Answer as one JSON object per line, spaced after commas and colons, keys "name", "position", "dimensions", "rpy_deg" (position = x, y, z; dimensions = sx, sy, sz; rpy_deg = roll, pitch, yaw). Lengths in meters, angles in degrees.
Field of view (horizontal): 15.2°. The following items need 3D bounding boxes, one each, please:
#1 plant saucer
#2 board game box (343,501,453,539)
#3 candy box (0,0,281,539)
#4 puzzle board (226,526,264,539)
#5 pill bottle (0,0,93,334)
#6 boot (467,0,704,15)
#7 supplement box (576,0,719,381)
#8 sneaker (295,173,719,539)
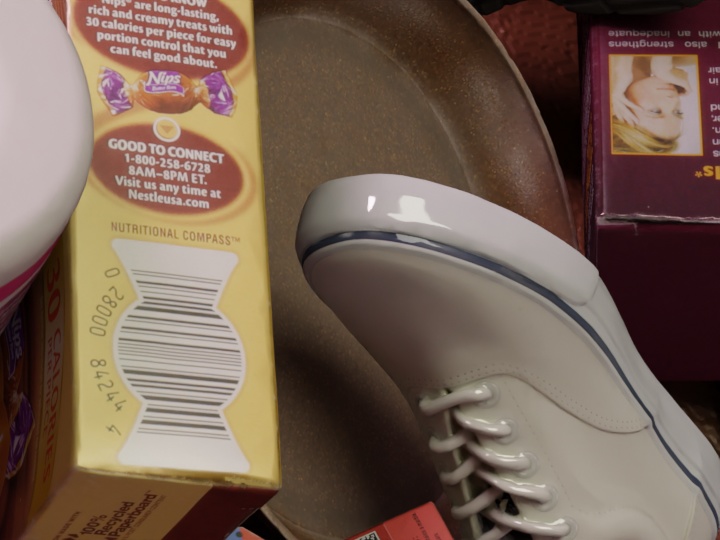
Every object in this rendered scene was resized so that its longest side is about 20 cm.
{"name": "plant saucer", "position": [0.000, 0.000, 0.817], "dimensions": [0.200, 0.032, 0.201], "rpy_deg": [14, 72, -48]}
{"name": "board game box", "position": [0.014, 0.158, 0.694], "dimensions": [0.103, 0.019, 0.200], "rpy_deg": [-23, 53, -9]}
{"name": "candy box", "position": [-0.070, -0.017, 0.698], "dimensions": [0.056, 0.117, 0.200], "rpy_deg": [6, 62, -24]}
{"name": "puzzle board", "position": [0.016, 0.154, 0.651], "dimensions": [0.200, 0.017, 0.151], "rpy_deg": [27, 45, 14]}
{"name": "pill bottle", "position": [-0.149, 0.008, 0.661], "dimensions": [0.113, 0.200, 0.114], "rpy_deg": [15, 52, -20]}
{"name": "boot", "position": [0.048, -0.149, 0.919], "dimensions": [0.200, 0.068, 0.131], "rpy_deg": [4, 51, 22]}
{"name": "supplement box", "position": [0.130, -0.065, 0.921], "dimensions": [0.110, 0.086, 0.200], "rpy_deg": [0, 51, 2]}
{"name": "sneaker", "position": [0.048, 0.047, 0.784], "dimensions": [0.200, 0.073, 0.071], "rpy_deg": [42, 48, -38]}
